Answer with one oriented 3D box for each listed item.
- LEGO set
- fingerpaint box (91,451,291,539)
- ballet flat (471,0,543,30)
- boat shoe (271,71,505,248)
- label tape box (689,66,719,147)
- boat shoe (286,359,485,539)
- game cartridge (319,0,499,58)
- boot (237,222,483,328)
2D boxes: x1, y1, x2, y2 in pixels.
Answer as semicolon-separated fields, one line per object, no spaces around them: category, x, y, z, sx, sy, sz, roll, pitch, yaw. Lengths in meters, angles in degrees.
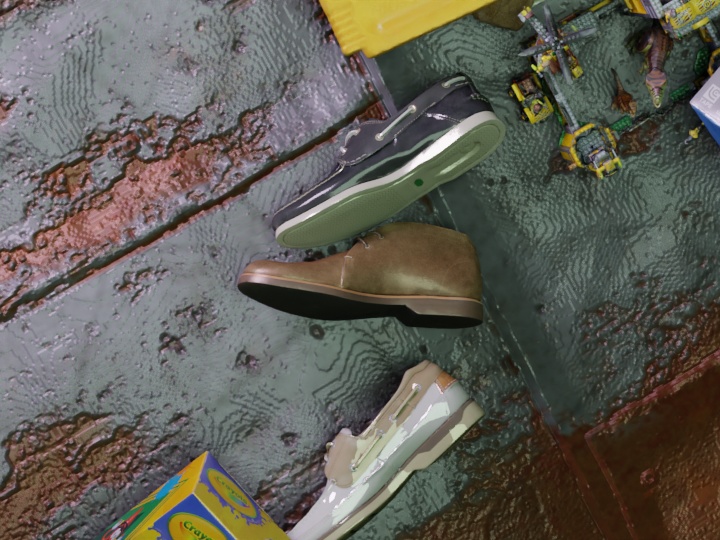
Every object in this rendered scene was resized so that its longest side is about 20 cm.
LEGO set;0.223;-0.164;1.771;0.199;0.116;0.155;-22;101;-7
fingerpaint box;-0.117;0.270;1.760;0.167;0.073;0.200;-37;104;19
ballet flat;0.159;-0.271;1.777;0.072;0.068;0.201;35;90;-33
boat shoe;0.015;-0.083;1.780;0.199;0.072;0.068;-31;66;2
label tape box;0.367;-0.159;1.791;0.200;0.066;0.143;-47;142;0
boat shoe;0.005;0.155;1.803;0.200;0.075;0.068;-42;83;-1
game cartridge;0.031;-0.282;1.731;0.175;0.032;0.201;-24;91;5
boot;0.000;0.000;1.786;0.199;0.074;0.076;5;78;-16
